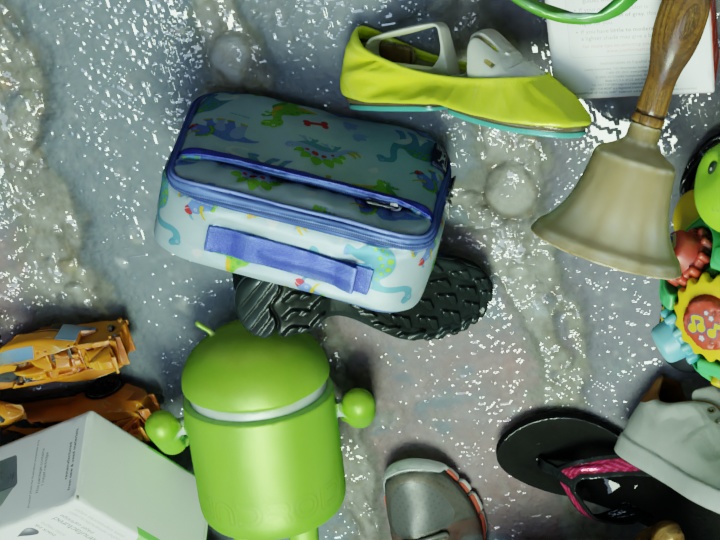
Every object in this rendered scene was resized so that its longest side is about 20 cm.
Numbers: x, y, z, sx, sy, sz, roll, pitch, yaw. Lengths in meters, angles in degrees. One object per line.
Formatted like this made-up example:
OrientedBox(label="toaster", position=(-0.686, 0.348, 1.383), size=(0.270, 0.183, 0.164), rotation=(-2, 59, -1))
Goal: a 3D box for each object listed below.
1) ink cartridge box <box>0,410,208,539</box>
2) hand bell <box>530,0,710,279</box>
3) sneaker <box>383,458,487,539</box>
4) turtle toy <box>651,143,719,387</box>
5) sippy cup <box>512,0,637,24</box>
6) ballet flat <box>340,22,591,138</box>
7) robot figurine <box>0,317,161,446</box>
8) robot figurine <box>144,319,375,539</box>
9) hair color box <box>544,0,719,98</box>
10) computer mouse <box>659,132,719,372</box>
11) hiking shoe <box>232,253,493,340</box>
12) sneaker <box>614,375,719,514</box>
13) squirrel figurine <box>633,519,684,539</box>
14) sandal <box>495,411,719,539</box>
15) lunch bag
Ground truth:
OrientedBox(label="ink cartridge box", position=(-0.241, 0.202, 1.612), size=(0.200, 0.084, 0.145), rotation=(-22, 138, 32))
OrientedBox(label="hand bell", position=(0.190, -0.105, 1.316), size=(0.104, 0.104, 0.200), rotation=(17, 103, 0))
OrientedBox(label="sneaker", position=(0.065, 0.243, 1.621), size=(0.077, 0.082, 0.200), rotation=(-10, 118, 16))
OrientedBox(label="turtle toy", position=(0.260, 0.001, 1.376), size=(0.146, 0.101, 0.200), rotation=(19, 119, 34))
OrientedBox(label="sippy cup", position=(0.136, -0.250, 1.224), size=(0.130, 0.178, 0.140), rotation=(21, 151, 13))
OrientedBox(label="ballet flat", position=(0.067, -0.134, 1.381), size=(0.200, 0.067, 0.067), rotation=(12, 107, 37))
OrientedBox(label="robot figurine", position=(-0.265, 0.100, 1.614), size=(0.200, 0.058, 0.145), rotation=(-10, 120, 16))
OrientedBox(label="robot figurine", position=(-0.074, 0.125, 1.553), size=(0.175, 0.116, 0.200), rotation=(-7, 112, 1))
OrientedBox(label="hair color box", position=(0.176, -0.217, 1.341), size=(0.111, 0.064, 0.200), rotation=(-1, 121, 13))
OrientedBox(label="computer mouse", position=(0.251, -0.008, 1.467), size=(0.058, 0.034, 0.200), rotation=(6, 121, 8))
OrientedBox(label="hiking shoe", position=(0.000, 0.000, 1.498), size=(0.200, 0.087, 0.075), rotation=(3, 123, -18))
OrientedBox(label="sneaker", position=(0.265, 0.130, 1.464), size=(0.073, 0.200, 0.085), rotation=(20, 95, -39))
OrientedBox(label="squirrel figurine", position=(0.161, 0.280, 1.559), size=(0.186, 0.200, 0.142), rotation=(-18, 91, -7))
OrientedBox(label="sandal", position=(0.201, 0.167, 1.572), size=(0.200, 0.045, 0.075), rotation=(22, 123, -2))
OrientedBox(label="lunch bag", position=(-0.037, -0.050, 1.422), size=(0.200, 0.161, 0.083), rotation=(15, 122, 3))
